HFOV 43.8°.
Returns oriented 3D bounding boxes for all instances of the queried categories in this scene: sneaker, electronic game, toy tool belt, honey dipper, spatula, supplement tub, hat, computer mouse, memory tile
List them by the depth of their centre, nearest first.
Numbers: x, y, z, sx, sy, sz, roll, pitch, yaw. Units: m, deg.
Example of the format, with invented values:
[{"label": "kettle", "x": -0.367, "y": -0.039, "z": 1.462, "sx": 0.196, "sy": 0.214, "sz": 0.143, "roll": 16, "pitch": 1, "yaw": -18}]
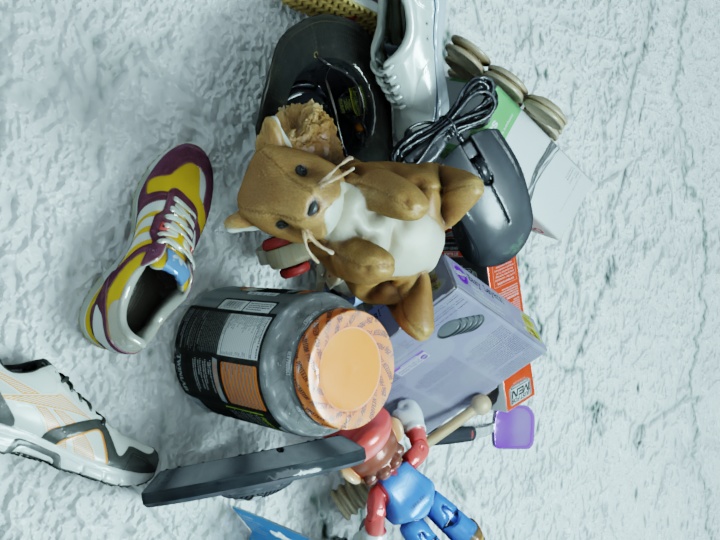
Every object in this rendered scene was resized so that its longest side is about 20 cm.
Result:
[{"label": "sneaker", "x": -0.243, "y": 0.120, "z": 0.728, "sx": 0.199, "sy": 0.073, "sz": 0.081, "roll": 31, "pitch": 69, "yaw": -38}, {"label": "sneaker", "x": -0.167, "y": -0.020, "z": 0.778, "sx": 0.075, "sy": 0.089, "sz": 0.203, "roll": 32, "pitch": 71, "yaw": -37}, {"label": "electronic game", "x": -0.092, "y": 0.179, "z": 0.783, "sx": 0.198, "sy": 0.199, "sz": 0.042, "roll": -3, "pitch": 77, "yaw": -41}, {"label": "supplement tub", "x": -0.070, "y": 0.078, "z": 0.796, "sx": 0.121, "sy": 0.198, "sz": 0.125, "roll": -2, "pitch": 93, "yaw": -41}, {"label": "hat", "x": -0.051, "y": -0.153, "z": 0.887, "sx": 0.199, "sy": 0.080, "sz": 0.205, "roll": -5, "pitch": 96, "yaw": -51}, {"label": "sneaker", "x": 0.042, "y": -0.200, "z": 0.888, "sx": 0.070, "sy": 0.073, "sz": 0.203, "roll": -17, "pitch": 116, "yaw": -31}, {"label": "computer mouse", "x": 0.120, "y": -0.075, "z": 0.894, "sx": 0.138, "sy": 0.053, "sz": 0.201, "roll": -40, "pitch": 126, "yaw": -10}, {"label": "toy tool belt", "x": 0.000, "y": 0.000, "z": 0.909, "sx": 0.198, "sy": 0.124, "sz": 0.125, "roll": -22, "pitch": 97, "yaw": -38}, {"label": "sneaker", "x": 0.001, "y": -0.295, "z": 0.922, "sx": 0.198, "sy": 0.074, "sz": 0.092, "roll": 15, "pitch": 75, "yaw": -46}, {"label": "honey dipper", "x": 0.058, "y": 0.196, "z": 0.960, "sx": 0.198, "sy": 0.038, "sz": 0.038, "roll": -34, "pitch": 116, "yaw": -3}, {"label": "memory tile", "x": 0.157, "y": -0.189, "z": 0.983, "sx": 0.152, "sy": 0.200, "sz": 0.017, "roll": 36, "pitch": 93, "yaw": 7}, {"label": "spatula", "x": 0.147, "y": 0.199, "z": 1.111, "sx": 0.198, "sy": 0.020, "sz": 0.058, "roll": 3, "pitch": 91, "yaw": -41}]

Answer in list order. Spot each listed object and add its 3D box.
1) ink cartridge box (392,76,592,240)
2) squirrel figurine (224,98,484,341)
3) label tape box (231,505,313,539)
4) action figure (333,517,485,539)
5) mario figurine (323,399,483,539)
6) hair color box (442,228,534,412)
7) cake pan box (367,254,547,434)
[{"label": "ink cartridge box", "x": 0.145, "y": -0.128, "z": 1.010, "sx": 0.199, "sy": 0.145, "sz": 0.085, "roll": 35, "pitch": 85, "yaw": -36}, {"label": "squirrel figurine", "x": -0.029, "y": -0.056, "z": 0.738, "sx": 0.185, "sy": 0.200, "sz": 0.143, "roll": 13, "pitch": 109, "yaw": -37}, {"label": "label tape box", "x": -0.056, "y": 0.330, "z": 0.853, "sx": 0.066, "sy": 0.142, "sz": 0.202, "roll": -44, "pitch": 119, "yaw": -31}, {"label": "action figure", "x": 0.030, "y": 0.315, "z": 0.959, "sx": 0.196, "sy": 0.103, "sz": 0.121, "roll": 9, "pitch": 119, "yaw": -4}, {"label": "mario figurine", "x": 0.033, "y": 0.214, "z": 0.910, "sx": 0.201, "sy": 0.106, "sz": 0.123, "roll": 52, "pitch": 31, "yaw": -2}, {"label": "hair color box", "x": 0.135, "y": 0.055, "z": 1.042, "sx": 0.061, "sy": 0.101, "sz": 0.204, "roll": -20, "pitch": 104, "yaw": -43}, {"label": "cake pan box", "x": 0.069, "y": 0.091, "z": 0.934, "sx": 0.183, "sy": 0.199, "sz": 0.053, "roll": 31, "pitch": 29, "yaw": -40}]
